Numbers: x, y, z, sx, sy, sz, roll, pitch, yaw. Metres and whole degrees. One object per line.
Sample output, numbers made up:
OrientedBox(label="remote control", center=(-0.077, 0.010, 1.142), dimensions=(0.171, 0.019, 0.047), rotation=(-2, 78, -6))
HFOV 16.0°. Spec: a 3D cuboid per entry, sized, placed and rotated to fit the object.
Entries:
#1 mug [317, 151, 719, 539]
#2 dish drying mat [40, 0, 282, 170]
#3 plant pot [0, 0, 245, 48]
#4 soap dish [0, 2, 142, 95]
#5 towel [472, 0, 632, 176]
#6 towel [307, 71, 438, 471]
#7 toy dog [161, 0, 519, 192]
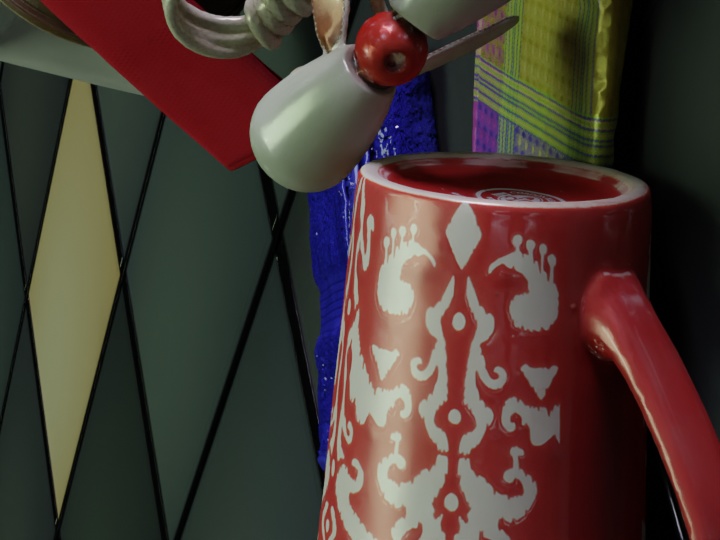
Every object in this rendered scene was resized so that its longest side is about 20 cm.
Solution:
OrientedBox(label="mug", center=(0.067, 0.065, 0.942), dimensions=(0.133, 0.177, 0.201), rotation=(-30, -56, -70))
OrientedBox(label="dish drying mat", center=(-0.111, -0.128, 1.372), dimensions=(0.077, 0.200, 0.018), rotation=(-22, 39, 38))
OrientedBox(label="plant pot", center=(-0.107, -0.252, 1.378), dimensions=(0.198, 0.199, 0.201), rotation=(133, 134, -55))
OrientedBox(label="soap dish", center=(-0.156, -0.203, 1.598), dimensions=(0.200, 0.157, 0.082), rotation=(112, 169, -52))
OrientedBox(label="towel", center=(0.076, -0.051, 1.035), dimensions=(0.144, 0.023, 0.201), rotation=(-140, 50, -68))
OrientedBox(label="towel", center=(0.000, 0.000, 1.250), dimensions=(0.148, 0.049, 0.201), rotation=(160, 108, -72))
OrientedBox(label="toy dog", center=(0.028, -0.126, 0.936), dimensions=(0.132, 0.199, 0.097), rotation=(53, -163, -34))
